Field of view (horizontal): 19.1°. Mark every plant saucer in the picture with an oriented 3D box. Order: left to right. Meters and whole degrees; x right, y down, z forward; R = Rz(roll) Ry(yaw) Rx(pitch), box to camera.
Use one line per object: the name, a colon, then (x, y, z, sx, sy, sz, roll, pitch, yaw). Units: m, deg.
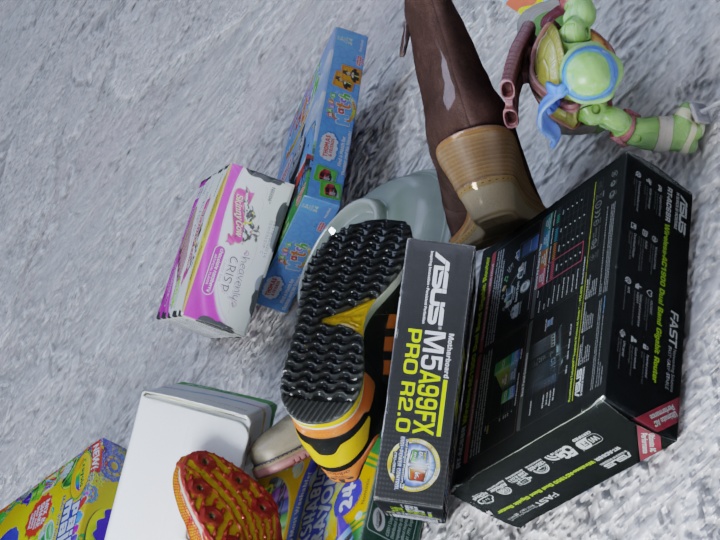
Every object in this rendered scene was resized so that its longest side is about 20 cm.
plant saucer: (0.000, 0.000, 1.692, 0.200, 0.050, 0.201, -45, 28, 32)

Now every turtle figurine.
turtle figurine: (0.181, -0.149, 1.423, 0.200, 0.144, 0.194, -53, 8, -1)

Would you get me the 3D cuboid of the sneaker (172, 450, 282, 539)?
sneaker: (-0.074, 0.214, 1.439, 0.073, 0.200, 0.077, -22, -12, -45)

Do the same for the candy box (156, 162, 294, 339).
candy box: (-0.120, -0.014, 1.853, 0.200, 0.061, 0.137, 168, 120, -77)

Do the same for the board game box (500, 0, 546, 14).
board game box: (0.144, -0.320, 1.706, 0.105, 0.103, 0.201, -32, 36, 47)

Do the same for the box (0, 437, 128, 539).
box: (-0.230, 0.277, 1.741, 0.192, 0.122, 0.201, -35, 34, 42)

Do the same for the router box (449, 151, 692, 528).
router box: (0.134, 0.045, 1.356, 0.150, 0.062, 0.201, -35, 34, 44)

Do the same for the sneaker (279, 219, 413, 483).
sneaker: (-0.004, 0.054, 1.463, 0.070, 0.090, 0.200, 1, 44, 18)

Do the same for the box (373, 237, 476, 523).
box: (0.043, 0.075, 1.361, 0.200, 0.044, 0.161, 76, -157, -80)

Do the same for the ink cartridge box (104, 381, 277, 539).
ink cartridge box: (-0.124, 0.162, 1.572, 0.200, 0.087, 0.146, 2, -78, -88)

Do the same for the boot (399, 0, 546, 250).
boot: (0.076, -0.103, 1.477, 0.200, 0.072, 0.167, 63, -168, -81)

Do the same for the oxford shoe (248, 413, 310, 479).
oxford shoe: (-0.015, 0.069, 1.520, 0.200, 0.075, 0.070, -41, 8, -27)

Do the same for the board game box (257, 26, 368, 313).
board game box: (-0.042, -0.087, 1.841, 0.151, 0.036, 0.201, 118, 166, -48)

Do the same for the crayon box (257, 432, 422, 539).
crayon box: (-0.032, 0.191, 1.533, 0.200, 0.051, 0.126, -31, 36, 48)
